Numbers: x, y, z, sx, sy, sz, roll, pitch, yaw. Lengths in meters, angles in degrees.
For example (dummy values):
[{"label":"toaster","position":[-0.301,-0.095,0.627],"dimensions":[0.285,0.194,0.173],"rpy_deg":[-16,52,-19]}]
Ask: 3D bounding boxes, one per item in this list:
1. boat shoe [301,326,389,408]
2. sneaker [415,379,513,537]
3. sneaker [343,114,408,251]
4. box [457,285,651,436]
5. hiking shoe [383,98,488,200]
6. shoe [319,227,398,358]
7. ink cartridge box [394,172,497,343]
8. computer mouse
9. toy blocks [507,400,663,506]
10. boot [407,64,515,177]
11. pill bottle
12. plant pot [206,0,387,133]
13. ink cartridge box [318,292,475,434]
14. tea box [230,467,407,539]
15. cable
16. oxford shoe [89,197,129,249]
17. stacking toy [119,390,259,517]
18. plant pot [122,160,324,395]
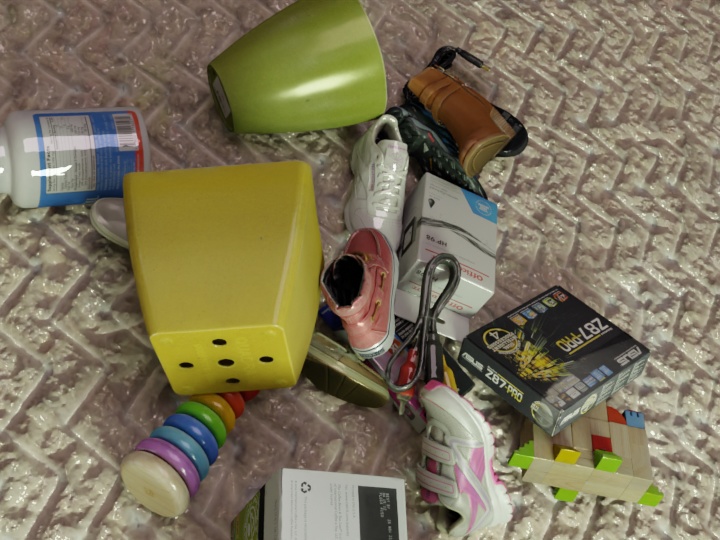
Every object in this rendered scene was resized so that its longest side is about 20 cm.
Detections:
[{"label":"boat shoe","position":[-0.049,0.093,1.180],"dimensions":[0.199,0.073,0.063],"rpy_deg":[27,59,3]},{"label":"sneaker","position":[0.104,0.221,1.126],"dimensions":[0.088,0.081,0.202],"rpy_deg":[-28,107,-23]},{"label":"sneaker","position":[0.024,-0.114,1.310],"dimensions":[0.074,0.100,0.202],"rpy_deg":[7,61,-20]},{"label":"box","position":[0.245,0.108,1.260],"dimensions":[0.199,0.050,0.161],"rpy_deg":[-23,50,-37]},{"label":"hiking shoe","position":[0.118,-0.160,1.391],"dimensions":[0.201,0.074,0.087],"rpy_deg":[51,44,2]},{"label":"shoe","position":[0.000,0.000,1.177],"dimensions":[0.071,0.091,0.202],"rpy_deg":[-16,43,14]},{"label":"ink cartridge box","position":[0.113,-0.018,1.289],"dimensions":[0.115,0.067,0.202],"rpy_deg":[22,47,-15]},{"label":"computer mouse","position":[0.169,-0.246,1.477],"dimensions":[0.199,0.046,0.141],"rpy_deg":[31,61,7]},{"label":"toy blocks","position":[0.278,0.205,1.245],"dimensions":[0.197,0.101,0.138],"rpy_deg":[12,45,-5]},{"label":"boot","position":[0.125,-0.208,1.341],"dimensions":[0.155,0.074,0.200],"rpy_deg":[43,21,3]},{"label":"pill bottle","position":[-0.353,-0.131,1.157],"dimensions":[0.198,0.112,0.113],"rpy_deg":[-6,64,-25]},{"label":"plant pot","position":[-0.093,-0.257,1.313],"dimensions":[0.198,0.188,0.189],"rpy_deg":[-23,71,-15]},{"label":"ink cartridge box","position":[0.044,0.097,1.238],"dimensions":[0.094,0.037,0.200],"rpy_deg":[-35,77,-34]},{"label":"tea box","position":[-0.046,0.322,0.972],"dimensions":[0.132,0.197,0.202],"rpy_deg":[9,58,-18]},{"label":"cable","position":[0.074,0.078,1.194],"dimensions":[0.096,0.050,0.203],"rpy_deg":[6,71,-12]},{"label":"oxford shoe","position":[-0.220,-0.054,1.175],"dimensions":[0.198,0.058,0.076],"rpy_deg":[14,50,-30]},{"label":"stacking toy","position":[-0.169,0.168,1.086],"dimensions":[0.085,0.086,0.200],"rpy_deg":[38,50,2]},{"label":"plant pot","position":[-0.142,0.021,1.063],"dimensions":[0.197,0.201,0.178],"rpy_deg":[-3,57,1]}]
